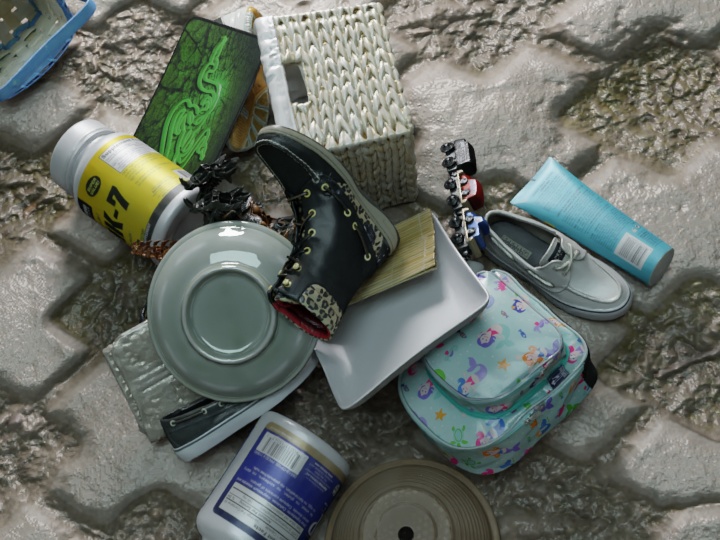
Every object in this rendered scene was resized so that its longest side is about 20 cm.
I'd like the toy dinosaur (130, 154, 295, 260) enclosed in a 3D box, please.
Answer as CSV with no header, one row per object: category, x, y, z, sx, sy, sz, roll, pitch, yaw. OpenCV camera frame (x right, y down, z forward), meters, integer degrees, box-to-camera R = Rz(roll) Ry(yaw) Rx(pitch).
toy dinosaur,-0.159,-0.043,1.567,0.198,0.137,0.102,-25,41,-28

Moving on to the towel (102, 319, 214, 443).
towel,-0.190,0.102,1.588,0.198,0.034,0.134,-26,97,-5

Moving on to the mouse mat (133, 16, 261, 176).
mouse mat,-0.205,-0.218,1.711,0.160,0.007,0.202,22,87,38

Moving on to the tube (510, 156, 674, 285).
tube,0.278,-0.057,1.611,0.199,0.051,0.077,37,73,25

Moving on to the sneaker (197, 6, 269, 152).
sneaker,-0.167,-0.239,1.743,0.086,0.076,0.203,-7,64,23

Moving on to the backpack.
backpack,0.143,0.116,1.505,0.200,0.151,0.177,-45,56,-2

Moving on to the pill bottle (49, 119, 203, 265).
pill bottle,-0.279,-0.097,1.664,0.199,0.115,0.115,33,75,23

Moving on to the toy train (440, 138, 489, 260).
toy train,0.126,-0.087,1.612,0.045,0.034,0.202,-18,43,15

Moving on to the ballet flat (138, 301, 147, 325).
ballet flat,-0.192,0.010,1.634,0.073,0.073,0.200,41,78,21

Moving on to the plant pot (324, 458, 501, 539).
plant pot,0.053,0.297,1.469,0.197,0.093,0.204,-3,68,7

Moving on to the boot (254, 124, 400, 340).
boot,-0.061,-0.041,1.455,0.203,0.073,0.155,44,60,-20

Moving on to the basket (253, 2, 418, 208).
basket,-0.027,-0.187,1.623,0.158,0.201,0.201,-13,66,0

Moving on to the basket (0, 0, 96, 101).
basket,-0.442,-0.309,1.751,0.176,0.140,0.199,-45,38,-11

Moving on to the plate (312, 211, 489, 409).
plate,0.036,0.046,1.501,0.199,0.032,0.200,-37,35,5

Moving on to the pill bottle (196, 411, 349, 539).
pill bottle,-0.110,0.269,1.488,0.119,0.120,0.201,29,74,18

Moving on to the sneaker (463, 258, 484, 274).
sneaker,0.052,0.035,1.597,0.197,0.073,0.086,-8,78,12

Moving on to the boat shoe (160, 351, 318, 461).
boat shoe,-0.139,0.141,1.547,0.199,0.069,0.057,-35,104,-1

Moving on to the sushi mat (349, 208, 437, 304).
sushi mat,0.000,0.000,1.544,0.198,0.012,0.096,-24,37,21

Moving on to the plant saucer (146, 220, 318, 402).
plant saucer,-0.142,0.047,1.491,0.197,0.050,0.204,0,94,3

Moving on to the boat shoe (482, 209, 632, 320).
boat shoe,0.228,-0.012,1.585,0.199,0.066,0.072,34,75,19
